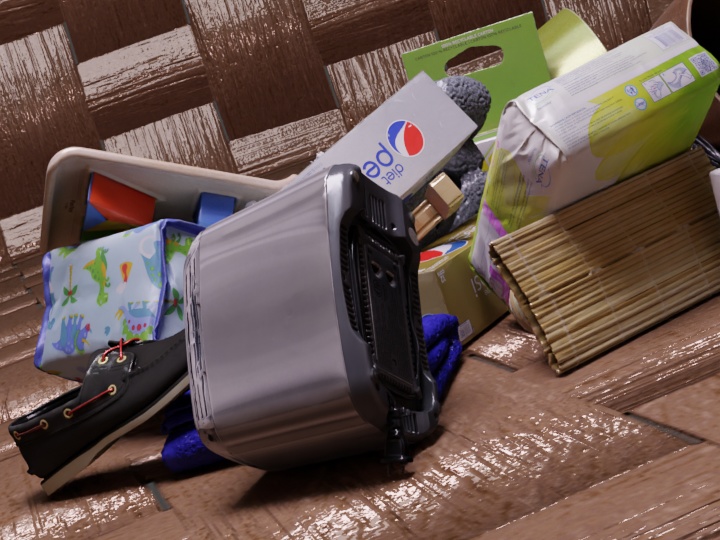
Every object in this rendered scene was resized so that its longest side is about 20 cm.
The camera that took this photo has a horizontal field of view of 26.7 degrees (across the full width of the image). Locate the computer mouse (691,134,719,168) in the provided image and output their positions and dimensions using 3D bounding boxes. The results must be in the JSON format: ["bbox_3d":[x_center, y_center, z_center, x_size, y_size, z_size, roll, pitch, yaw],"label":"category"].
[{"bbox_3d":[0.315,-0.075,1.170,0.138,0.053,0.199,30,29,24],"label":"computer mouse"}]

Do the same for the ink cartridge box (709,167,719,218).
[{"bbox_3d":[0.353,-0.061,0.996,0.198,0.085,0.144,-23,10,-23],"label":"ink cartridge box"}]

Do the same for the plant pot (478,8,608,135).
[{"bbox_3d":[0.176,-0.140,1.583,0.199,0.188,0.187,-31,9,1],"label":"plant pot"}]

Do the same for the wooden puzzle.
[{"bbox_3d":[-0.162,-0.035,1.252,0.198,0.047,0.185,5,-23,-13],"label":"wooden puzzle"}]

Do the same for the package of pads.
[{"bbox_3d":[0.158,-0.067,1.071,0.154,0.068,0.201,-28,-28,-23],"label":"package of pads"}]

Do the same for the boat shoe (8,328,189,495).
[{"bbox_3d":[-0.165,0.081,1.052,0.201,0.063,0.074,-35,2,24],"label":"boat shoe"}]

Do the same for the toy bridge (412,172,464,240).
[{"bbox_3d":[0.000,0.000,1.164,0.199,0.027,0.067,-39,-9,-15],"label":"toy bridge"}]

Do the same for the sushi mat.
[{"bbox_3d":[0.182,-0.010,1.012,0.199,0.096,0.012,-24,-9,-29],"label":"sushi mat"}]

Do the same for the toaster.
[{"bbox_3d":[-0.031,0.042,0.935,0.128,0.202,0.113,-18,-24,25],"label":"toaster"}]

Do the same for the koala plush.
[{"bbox_3d":[0.039,-0.050,1.334,0.183,0.179,0.200,-26,5,26],"label":"koala plush"}]

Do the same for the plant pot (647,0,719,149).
[{"bbox_3d":[0.359,-0.203,1.595,0.186,0.189,0.200,-23,-3,-29],"label":"plant pot"}]

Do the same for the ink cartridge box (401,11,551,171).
[{"bbox_3d":[0.125,-0.131,1.479,0.146,0.202,0.076,-15,10,18],"label":"ink cartridge box"}]

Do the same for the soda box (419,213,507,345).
[{"bbox_3d":[0.086,0.004,1.199,0.067,0.065,0.200,-13,10,34],"label":"soda box"}]

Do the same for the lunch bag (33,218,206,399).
[{"bbox_3d":[-0.137,0.044,1.230,0.169,0.129,0.199,-9,-16,43],"label":"lunch bag"}]

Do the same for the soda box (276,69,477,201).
[{"bbox_3d":[0.002,-0.071,1.204,0.200,0.068,0.063,-43,-3,-32],"label":"soda box"}]

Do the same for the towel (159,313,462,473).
[{"bbox_3d":[-0.033,0.077,1.056,0.198,0.050,0.148,-16,10,15],"label":"towel"}]

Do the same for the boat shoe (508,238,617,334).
[{"bbox_3d":[0.171,0.007,1.060,0.199,0.072,0.076,-17,-9,-35],"label":"boat shoe"}]
